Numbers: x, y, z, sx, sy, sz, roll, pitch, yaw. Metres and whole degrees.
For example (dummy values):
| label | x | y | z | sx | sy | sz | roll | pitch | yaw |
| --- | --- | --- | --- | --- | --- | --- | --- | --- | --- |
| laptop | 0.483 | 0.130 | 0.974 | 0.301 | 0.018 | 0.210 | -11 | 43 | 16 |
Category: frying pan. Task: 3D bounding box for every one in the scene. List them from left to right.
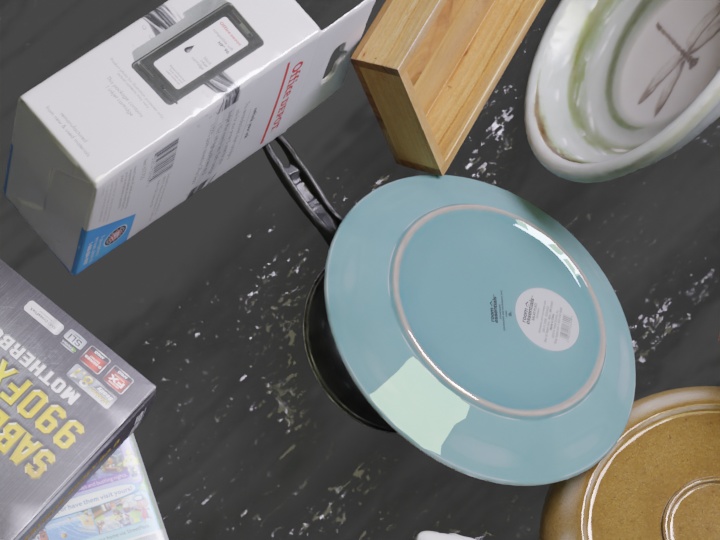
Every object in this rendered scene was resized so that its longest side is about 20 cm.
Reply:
| label | x | y | z | sx | sy | sz | roll | pitch | yaw |
| --- | --- | --- | --- | --- | --- | --- | --- | --- | --- |
| frying pan | 0.016 | -0.001 | 1.467 | 0.115 | 0.031 | 0.190 | -7 | 78 | -23 |

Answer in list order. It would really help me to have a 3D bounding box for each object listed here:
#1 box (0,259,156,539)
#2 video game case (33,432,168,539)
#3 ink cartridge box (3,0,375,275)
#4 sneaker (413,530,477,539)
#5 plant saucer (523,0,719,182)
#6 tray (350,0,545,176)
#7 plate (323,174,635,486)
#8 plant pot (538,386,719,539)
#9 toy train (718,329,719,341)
| label | x | y | z | sx | sy | sz | roll | pitch | yaw |
| --- | --- | --- | --- | --- | --- | --- | --- | --- | --- |
| box | -0.232 | 0.059 | 1.327 | 0.200 | 0.048 | 0.158 | 39 | 60 | 7 |
| video game case | -0.199 | 0.153 | 1.347 | 0.200 | 0.022 | 0.182 | -16 | 79 | -22 |
| ink cartridge box | -0.094 | -0.096 | 1.406 | 0.200 | 0.116 | 0.068 | -36 | 78 | -25 |
| sneaker | 0.034 | 0.231 | 1.381 | 0.099 | 0.078 | 0.200 | 19 | 59 | -5 |
| plant saucer | 0.179 | -0.130 | 1.478 | 0.050 | 0.200 | 0.200 | 32 | 64 | -29 |
| tray | 0.066 | -0.165 | 1.496 | 0.037 | 0.099 | 0.200 | 15 | 62 | 29 |
| plate | 0.074 | 0.026 | 1.444 | 0.200 | 0.026 | 0.200 | 15 | 53 | -21 |
| plant pot | 0.200 | 0.149 | 1.440 | 0.200 | 0.027 | 0.200 | 0 | 61 | 1 |
| toy train | 0.230 | -0.031 | 1.500 | 0.056 | 0.150 | 0.200 | -1 | 75 | 20 |
